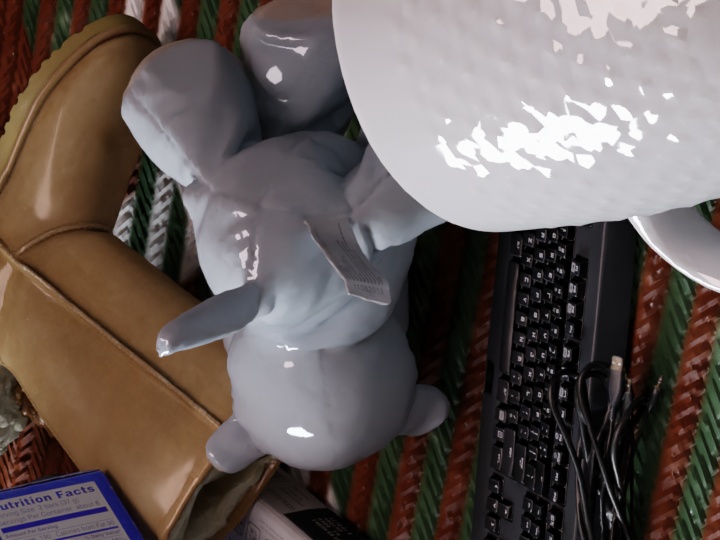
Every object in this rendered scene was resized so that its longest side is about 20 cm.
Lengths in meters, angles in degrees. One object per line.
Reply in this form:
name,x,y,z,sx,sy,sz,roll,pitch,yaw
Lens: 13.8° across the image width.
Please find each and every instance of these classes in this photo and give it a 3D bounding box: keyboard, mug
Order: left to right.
keyboard,0.071,0.056,1.163,0.104,0.040,0.201,21,113,50
mug,0.114,-0.073,1.021,0.175,0.148,0.200,-7,120,46

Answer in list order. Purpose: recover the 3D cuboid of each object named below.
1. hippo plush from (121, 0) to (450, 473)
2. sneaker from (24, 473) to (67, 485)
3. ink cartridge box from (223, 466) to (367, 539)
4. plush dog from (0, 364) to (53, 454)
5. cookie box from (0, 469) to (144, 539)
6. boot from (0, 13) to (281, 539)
hippo plush,0.000,0.000,1.192,0.200,0.159,0.161,-105,0,-48
sneaker,-0.169,0.140,1.418,0.200,0.074,0.085,120,147,-52
ink cartridge box,-0.045,0.194,1.341,0.095,0.037,0.201,36,121,45
plush dog,-0.224,0.058,1.486,0.172,0.160,0.201,-30,40,63
cookie box,-0.120,0.217,1.267,0.200,0.075,0.171,54,135,34
boot,-0.092,0.005,1.334,0.200,0.066,0.175,40,102,34
